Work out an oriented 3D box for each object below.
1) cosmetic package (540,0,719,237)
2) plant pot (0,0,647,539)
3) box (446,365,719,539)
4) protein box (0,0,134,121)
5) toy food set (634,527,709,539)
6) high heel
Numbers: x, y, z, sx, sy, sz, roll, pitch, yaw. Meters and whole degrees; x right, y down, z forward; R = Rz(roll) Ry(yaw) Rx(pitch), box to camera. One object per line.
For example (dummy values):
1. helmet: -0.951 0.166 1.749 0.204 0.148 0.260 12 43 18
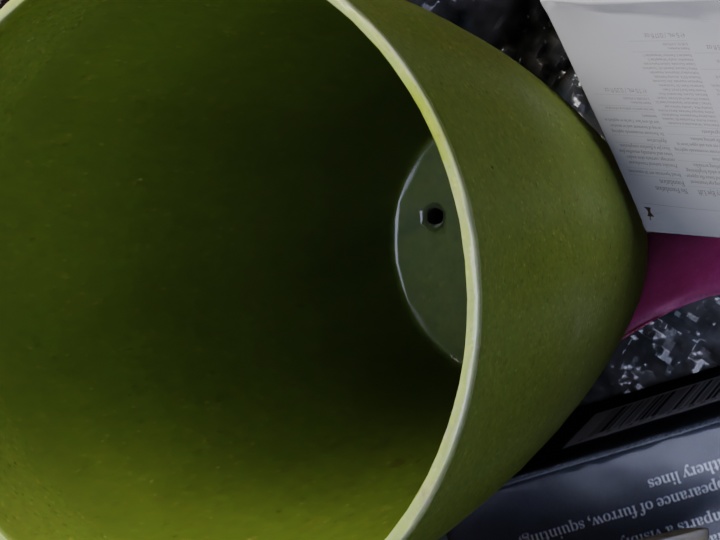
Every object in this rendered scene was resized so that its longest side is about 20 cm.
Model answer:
1. cosmetic package: 0.138 -0.051 0.748 0.200 0.051 0.083 8 127 57
2. plant pot: 0.000 0.000 0.816 0.187 0.200 0.188 2 95 31
3. box: 0.135 0.134 0.902 0.148 0.107 0.200 -18 94 19
4. protein box: -0.159 -0.142 0.889 0.198 0.135 0.200 -9 99 46
5. toy food set: 0.045 0.181 0.806 0.060 0.143 0.201 11 108 59
6. high heel: 0.111 0.019 0.903 0.200 0.067 0.096 7 94 21
